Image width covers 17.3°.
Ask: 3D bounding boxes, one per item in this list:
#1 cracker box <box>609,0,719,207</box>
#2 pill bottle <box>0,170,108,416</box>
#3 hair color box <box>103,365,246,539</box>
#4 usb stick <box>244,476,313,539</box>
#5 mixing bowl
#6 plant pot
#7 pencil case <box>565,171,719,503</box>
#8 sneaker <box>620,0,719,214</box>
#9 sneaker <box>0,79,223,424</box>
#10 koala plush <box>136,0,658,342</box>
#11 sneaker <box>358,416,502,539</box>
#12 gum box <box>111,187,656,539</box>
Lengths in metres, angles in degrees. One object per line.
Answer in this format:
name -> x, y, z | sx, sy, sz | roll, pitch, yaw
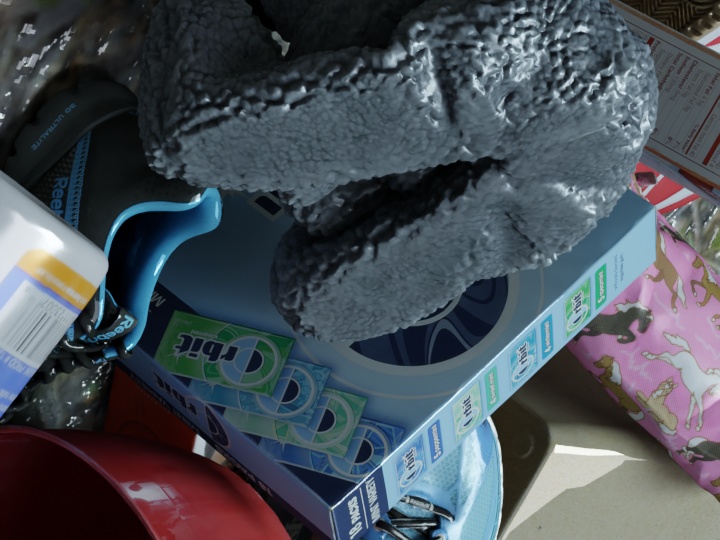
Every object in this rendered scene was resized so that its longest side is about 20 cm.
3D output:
cracker box -> 0.129, -0.084, 1.097 | 0.058, 0.200, 0.134 | -59, 150, 4
pill bottle -> -0.193, 0.042, 0.866 | 0.200, 0.112, 0.112 | -52, 149, -2
hair color box -> -0.074, 0.105, 1.141 | 0.101, 0.061, 0.200 | -20, 135, -42
usb stick -> -0.035, 0.104, 1.100 | 0.055, 0.033, 0.200 | -8, 127, -59
mixing bowl -> -0.092, 0.153, 1.023 | 0.108, 0.200, 0.200 | -15, 132, -43
plant pot -> 0.081, 0.120, 1.260 | 0.177, 0.200, 0.200 | 17, 107, -46
pencil case -> 0.155, 0.033, 1.153 | 0.087, 0.200, 0.083 | -41, -174, 10
sneaker -> 0.175, -0.112, 1.259 | 0.112, 0.071, 0.200 | 11, 119, -53
sneaker -> -0.137, 0.019, 0.949 | 0.200, 0.082, 0.073 | -54, 151, 1
koala plush -> 0.019, -0.108, 0.953 | 0.184, 0.200, 0.177 | -19, 141, 15
sneaker -> 0.020, 0.147, 1.050 | 0.090, 0.078, 0.200 | -179, -77, -84
gum box -> 0.000, 0.000, 1.031 | 0.200, 0.170, 0.045 | -41, 151, -20
